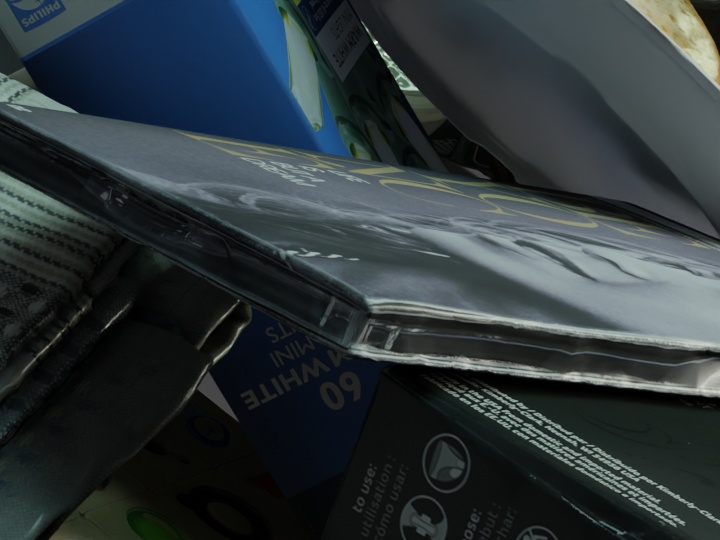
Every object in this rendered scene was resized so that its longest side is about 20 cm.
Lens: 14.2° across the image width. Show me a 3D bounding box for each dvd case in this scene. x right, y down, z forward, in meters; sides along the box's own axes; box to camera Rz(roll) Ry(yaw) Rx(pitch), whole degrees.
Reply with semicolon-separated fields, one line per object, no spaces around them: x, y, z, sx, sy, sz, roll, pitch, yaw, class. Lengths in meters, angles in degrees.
0.035;-0.001;0.627;0.200;0.016;0.149;8;11;-39;dvd case

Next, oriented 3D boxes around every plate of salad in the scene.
0.060;-0.056;0.768;0.200;0.048;0.200;40;-9;7;plate of salad

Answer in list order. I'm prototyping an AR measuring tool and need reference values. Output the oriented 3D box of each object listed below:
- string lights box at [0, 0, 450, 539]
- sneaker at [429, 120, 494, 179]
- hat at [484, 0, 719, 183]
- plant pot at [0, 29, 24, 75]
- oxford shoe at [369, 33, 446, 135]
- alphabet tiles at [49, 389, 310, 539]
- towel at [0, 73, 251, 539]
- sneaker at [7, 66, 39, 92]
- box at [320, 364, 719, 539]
-0.015;-0.014;0.748;0.200;0.059;0.103;59;16;-11;string lights box
0.022;-0.107;1.132;0.114;0.076;0.199;24;26;-34;sneaker
0.126;-0.007;0.972;0.201;0.201;0.081;27;56;-7;hat
-0.076;-0.144;0.913;0.141;0.141;0.200;-4;58;-18;plant pot
-0.061;-0.074;0.984;0.200;0.058;0.075;11;52;-11;oxford shoe
-0.037;0.080;0.722;0.200;0.006;0.166;36;21;18;alphabet tiles
-0.142;0.002;0.620;0.200;0.035;0.193;31;42;11;towel
-0.156;-0.039;0.735;0.200;0.080;0.070;11;28;-30;sneaker
0.084;0.108;0.592;0.124;0.149;0.200;30;17;36;box
